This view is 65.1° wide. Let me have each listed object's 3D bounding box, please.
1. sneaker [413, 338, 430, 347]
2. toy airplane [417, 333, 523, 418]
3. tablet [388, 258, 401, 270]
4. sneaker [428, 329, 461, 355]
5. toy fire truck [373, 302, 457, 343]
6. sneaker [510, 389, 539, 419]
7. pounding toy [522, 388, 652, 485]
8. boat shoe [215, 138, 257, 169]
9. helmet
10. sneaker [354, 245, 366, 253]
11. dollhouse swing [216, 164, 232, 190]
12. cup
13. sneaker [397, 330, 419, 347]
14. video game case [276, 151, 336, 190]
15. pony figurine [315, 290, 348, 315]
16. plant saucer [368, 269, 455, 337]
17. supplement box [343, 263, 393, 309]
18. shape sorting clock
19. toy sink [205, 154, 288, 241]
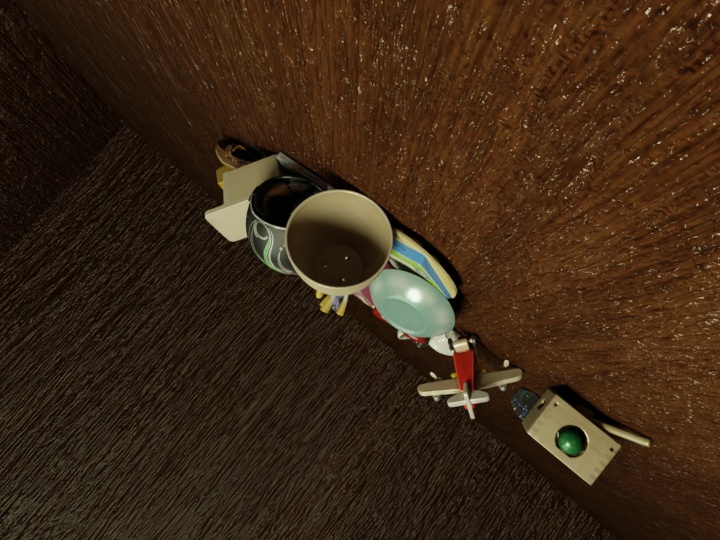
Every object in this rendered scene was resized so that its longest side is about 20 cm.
[{"bbox_3d":[0.123,0.127,1.422,0.076,0.084,0.201,11,140,38],"label":"sneaker"},{"bbox_3d":[0.267,0.272,1.376,0.199,0.199,0.142,30,157,42],"label":"toy airplane"},{"bbox_3d":[0.116,0.030,1.427,0.130,0.014,0.200,38,171,17],"label":"tablet"},{"bbox_3d":[0.202,0.152,1.493,0.199,0.076,0.089,34,151,1],"label":"sneaker"},{"bbox_3d":[0.133,0.079,1.266,0.199,0.113,0.168,33,163,-12],"label":"toy fire truck"},{"bbox_3d":[0.478,0.387,1.469,0.199,0.076,0.078,37,174,34],"label":"sneaker"},{"bbox_3d":[0.460,0.336,1.175,0.183,0.143,0.200,38,-178,14],"label":"pounding toy"},{"bbox_3d":[-0.322,-0.304,1.489,0.200,0.071,0.068,44,142,35],"label":"boat shoe"},{"bbox_3d":[-0.148,-0.087,1.217,0.199,0.200,0.192,36,153,23],"label":"helmet"},{"bbox_3d":[-0.003,-0.065,1.248,0.076,0.083,0.199,21,171,-29],"label":"sneaker"},{"bbox_3d":[-0.304,-0.269,1.658,0.180,0.178,0.200,-14,141,24],"label":"dollhouse swing"},{"bbox_3d":[-0.041,-0.032,1.086,0.200,0.201,0.144,38,160,13],"label":"cup"},{"bbox_3d":[0.129,0.144,1.618,0.078,0.100,0.200,43,179,-43],"label":"sneaker"},{"bbox_3d":[-0.093,-0.177,1.266,0.199,0.018,0.143,36,171,25],"label":"video game case"},{"bbox_3d":[-0.040,0.024,1.593,0.165,0.202,0.193,28,-177,25],"label":"pony figurine"},{"bbox_3d":[0.097,0.082,1.166,0.199,0.039,0.202,23,145,17],"label":"plant saucer"},{"bbox_3d":[0.000,0.000,1.419,0.131,0.103,0.200,49,173,-23],"label":"supplement box"},{"bbox_3d":[0.112,-0.018,1.111,0.199,0.039,0.200,39,174,5],"label":"shape sorting clock"},{"bbox_3d":[-0.256,-0.172,1.343,0.131,0.198,0.113,52,-156,-57],"label":"toy sink"}]
